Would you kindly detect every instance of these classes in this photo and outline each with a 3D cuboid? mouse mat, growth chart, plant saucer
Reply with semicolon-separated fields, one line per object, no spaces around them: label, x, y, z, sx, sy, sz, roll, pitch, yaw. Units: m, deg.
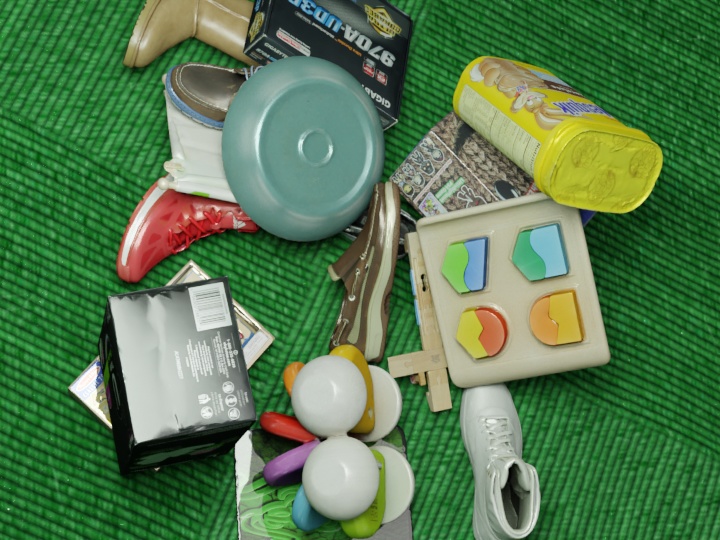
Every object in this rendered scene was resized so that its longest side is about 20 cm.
mouse mat;-0.039;0.252;1.494;0.197;0.008;0.164;-1;74;-13
growth chart;-0.159;-0.147;1.520;0.143;0.018;0.202;15;44;-24
plant saucer;-0.053;-0.133;1.482;0.197;0.036;0.203;-1;92;-26

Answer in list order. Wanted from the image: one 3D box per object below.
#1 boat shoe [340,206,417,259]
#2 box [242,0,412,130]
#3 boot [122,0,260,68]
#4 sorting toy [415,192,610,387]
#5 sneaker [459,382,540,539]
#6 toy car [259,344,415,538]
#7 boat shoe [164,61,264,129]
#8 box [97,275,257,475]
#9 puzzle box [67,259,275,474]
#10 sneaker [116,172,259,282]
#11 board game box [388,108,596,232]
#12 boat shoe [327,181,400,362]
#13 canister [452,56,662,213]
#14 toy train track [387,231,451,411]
boat shoe;-0.023;-0.075;1.561;0.198;0.068;0.074;31;69;-4
box;-0.034;-0.273;1.576;0.199;0.046;0.161;29;53;-28
boot;-0.156;-0.263;1.572;0.198;0.066;0.177;26;55;-6
sorting toy;0.164;0.025;1.483;0.183;0.036;0.203;-11;101;22
sneaker;0.160;0.202;1.501;0.072;0.116;0.203;-1;73;-12
toy car;-0.036;0.187;1.442;0.148;0.175;0.203;-14;75;18
boat shoe;-0.117;-0.196;1.514;0.198;0.072;0.073;13;65;-26
box;-0.189;0.110;1.367;0.122;0.200;0.151;-9;76;-17
puzzle box;-0.205;0.102;1.487;0.133;0.025;0.200;41;69;1
sneaker;-0.178;-0.055;1.504;0.114;0.079;0.202;27;70;8
board game box;0.161;-0.095;1.569;0.200;0.097;0.159;45;45;2
boat shoe;0.000;0.001;1.508;0.074;0.075;0.206;6;100;-3
canister;0.205;-0.149;1.454;0.147;0.088;0.200;6;27;-35
toy train track;0.073;0.057;1.548;0.113;0.032;0.203;-9;92;-20
